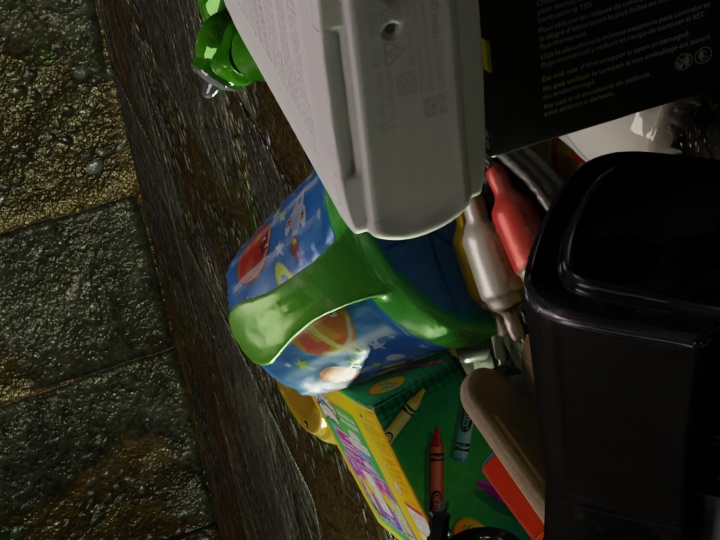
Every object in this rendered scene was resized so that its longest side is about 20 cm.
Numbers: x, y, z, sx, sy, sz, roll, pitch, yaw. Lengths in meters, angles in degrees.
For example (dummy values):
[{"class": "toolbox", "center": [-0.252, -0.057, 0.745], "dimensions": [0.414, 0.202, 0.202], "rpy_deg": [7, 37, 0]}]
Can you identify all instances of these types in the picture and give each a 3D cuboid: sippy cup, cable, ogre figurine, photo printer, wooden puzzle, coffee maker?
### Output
[{"class": "sippy cup", "center": [0.000, 0.000, 1.136], "dimensions": [0.130, 0.177, 0.141], "rpy_deg": [-33, 53, 38]}, {"class": "cable", "center": [0.050, -0.063, 1.050], "dimensions": [0.201, 0.050, 0.097], "rpy_deg": [60, 155, 2]}, {"class": "ogre figurine", "center": [-0.048, -0.181, 1.160], "dimensions": [0.120, 0.098, 0.202], "rpy_deg": [-31, 65, 46]}, {"class": "photo printer", "center": [-0.015, -0.134, 0.856], "dimensions": [0.200, 0.069, 0.167], "rpy_deg": [-119, 16, -46]}, {"class": "wooden puzzle", "center": [0.135, 0.159, 1.093], "dimensions": [0.185, 0.037, 0.200], "rpy_deg": [39, -165, -38]}, {"class": "coffee maker", "center": [0.116, 0.065, 0.868], "dimensions": [0.135, 0.190, 0.201], "rpy_deg": [-96, -1, -54]}]

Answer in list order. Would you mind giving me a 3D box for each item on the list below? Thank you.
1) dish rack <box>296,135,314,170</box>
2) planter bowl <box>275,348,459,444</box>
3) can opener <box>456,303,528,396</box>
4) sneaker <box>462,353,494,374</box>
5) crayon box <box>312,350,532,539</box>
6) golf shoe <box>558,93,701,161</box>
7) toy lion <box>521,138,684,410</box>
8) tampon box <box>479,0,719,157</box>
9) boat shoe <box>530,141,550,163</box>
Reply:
[{"class": "dish rack", "center": [0.009, -0.173, 1.205], "dimensions": [0.154, 0.054, 0.201], "rpy_deg": [-112, 36, -47]}, {"class": "planter bowl", "center": [-0.011, 0.052, 1.385], "dimensions": [0.201, 0.083, 0.201], "rpy_deg": [56, 158, 35]}, {"class": "can opener", "center": [0.086, 0.082, 1.353], "dimensions": [0.053, 0.066, 0.202], "rpy_deg": [-168, 67, -78]}, {"class": "sneaker", "center": [0.052, 0.099, 1.489], "dimensions": [0.078, 0.091, 0.201], "rpy_deg": [-139, 33, -68]}, {"class": "crayon box", "center": [0.031, 0.103, 1.216], "dimensions": [0.119, 0.058, 0.200], "rpy_deg": [63, 170, -11]}, {"class": "golf shoe", "center": [0.085, -0.097, 0.970], "dimensions": [0.079, 0.097, 0.200], "rpy_deg": [-71, 24, 11]}, {"class": "toy lion", "center": [0.142, 0.024, 1.038], "dimensions": [0.200, 0.068, 0.193], "rpy_deg": [-119, 23, -45]}, {"class": "tampon box", "center": [0.075, -0.180, 0.857], "dimensions": [0.150, 0.125, 0.201], "rpy_deg": [-121, 17, -50]}, {"class": "boat shoe", "center": [0.081, -0.114, 1.116], "dimensions": [0.069, 0.070, 0.201], "rpy_deg": [-71, -36, -62]}]
